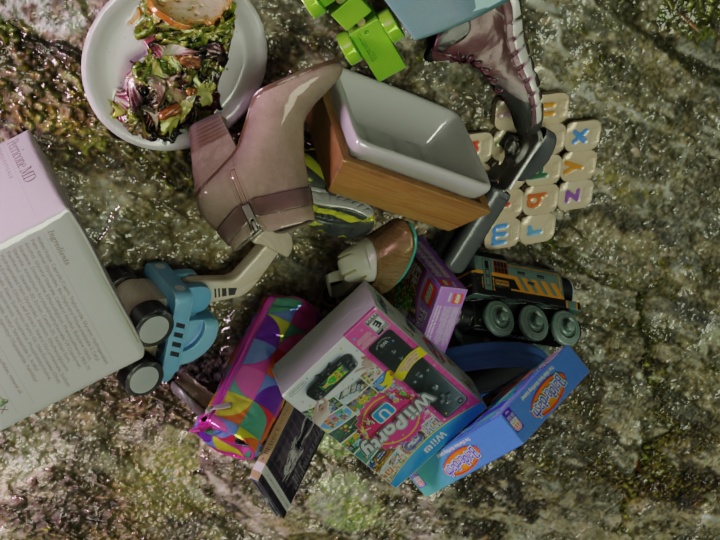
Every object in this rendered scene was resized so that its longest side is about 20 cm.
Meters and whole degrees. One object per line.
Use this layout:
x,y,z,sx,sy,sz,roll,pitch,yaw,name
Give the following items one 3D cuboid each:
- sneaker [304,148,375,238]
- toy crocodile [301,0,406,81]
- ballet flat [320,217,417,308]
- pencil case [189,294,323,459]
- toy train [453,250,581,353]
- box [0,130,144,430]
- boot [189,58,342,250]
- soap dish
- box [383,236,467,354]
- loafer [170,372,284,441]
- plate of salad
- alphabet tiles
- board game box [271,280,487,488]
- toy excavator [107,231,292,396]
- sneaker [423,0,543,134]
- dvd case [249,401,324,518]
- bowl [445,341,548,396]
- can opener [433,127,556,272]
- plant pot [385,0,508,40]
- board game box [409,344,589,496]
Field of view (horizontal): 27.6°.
-0.076,-0.101,1.633,0.200,0.085,0.074,21,142,-13,sneaker
-0.011,-0.280,1.563,0.067,0.062,0.200,-31,131,12,toy crocodile
0.000,0.000,1.672,0.072,0.068,0.200,-8,164,-22,ballet flat
-0.116,0.120,1.677,0.088,0.088,0.200,47,58,-36,pencil case
0.190,0.041,1.809,0.200,0.114,0.085,9,157,-32,toy train
-0.350,0.007,1.483,0.171,0.199,0.200,-27,126,-9,box
-0.083,-0.116,1.535,0.200,0.070,0.146,-26,82,9,boot
0.037,-0.131,1.617,0.200,0.157,0.081,17,126,-32,soap dish
0.055,0.075,1.747,0.039,0.137,0.200,7,115,-26,box
-0.138,0.155,1.754,0.200,0.075,0.070,24,94,-38,loafer
-0.189,-0.213,1.524,0.200,0.048,0.200,-12,122,-19,plate of salad
0.198,-0.121,1.775,0.195,0.015,0.200,-9,122,-20,alphabet tiles
0.022,0.131,1.650,0.148,0.064,0.200,-43,121,9,board game box
-0.186,0.031,1.651,0.200,0.100,0.195,-6,123,-37,toy excavator
0.131,-0.233,1.652,0.115,0.076,0.200,-20,114,-7,sneaker
-0.068,0.180,1.727,0.149,0.016,0.200,72,40,-63,dvd case
0.144,0.140,1.824,0.200,0.039,0.201,-6,156,-3,bowl
0.165,-0.084,1.740,0.067,0.053,0.200,21,108,-32,can opener
0.104,-0.340,1.518,0.200,0.141,0.141,-37,112,8,plant pot
0.158,0.177,1.709,0.045,0.200,0.152,51,50,0,board game box
